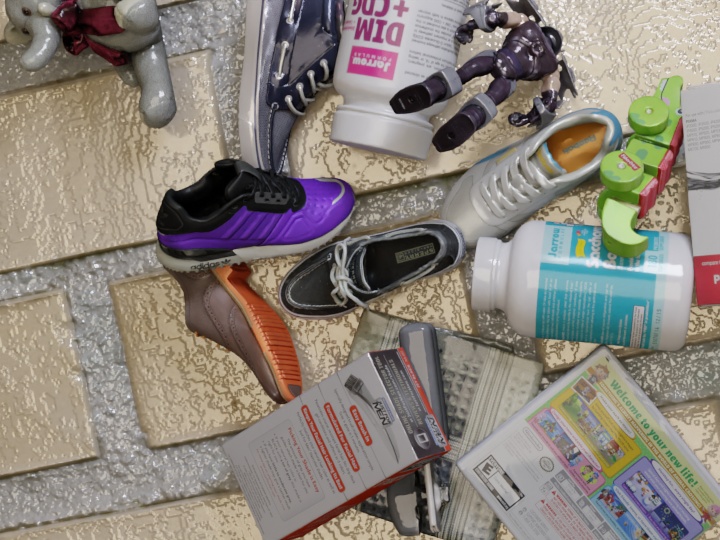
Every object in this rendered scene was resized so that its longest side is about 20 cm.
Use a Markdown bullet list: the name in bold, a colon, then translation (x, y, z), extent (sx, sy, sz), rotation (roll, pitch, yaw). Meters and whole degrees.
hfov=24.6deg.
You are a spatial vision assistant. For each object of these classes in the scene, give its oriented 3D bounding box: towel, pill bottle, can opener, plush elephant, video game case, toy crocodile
- **towel**: translation (0.068, 0.152, 1.603), extent (0.192, 0.035, 0.200), rotation (17, 94, 11)
- **pill bottle**: translation (0.037, -0.211, 1.564), extent (0.113, 0.113, 0.200), rotation (12, 91, 8)
- **can opener**: translation (0.048, 0.151, 1.562), extent (0.067, 0.053, 0.200), rotation (-8, 88, 10)
- **plush elephant**: translation (-0.273, -0.247, 1.592), extent (0.155, 0.165, 0.200), rotation (-11, 59, -5)
- **video game case**: translation (0.222, 0.202, 1.562), extent (0.182, 0.022, 0.200), rotation (-39, 92, 2)
- **pill bottle**: translation (0.206, 0.012, 1.538), extent (0.200, 0.111, 0.111), rotation (5, 90, 8)
- **toy crocodile**: translation (0.262, -0.099, 1.516), extent (0.062, 0.068, 0.200), rotation (18, 55, 17)

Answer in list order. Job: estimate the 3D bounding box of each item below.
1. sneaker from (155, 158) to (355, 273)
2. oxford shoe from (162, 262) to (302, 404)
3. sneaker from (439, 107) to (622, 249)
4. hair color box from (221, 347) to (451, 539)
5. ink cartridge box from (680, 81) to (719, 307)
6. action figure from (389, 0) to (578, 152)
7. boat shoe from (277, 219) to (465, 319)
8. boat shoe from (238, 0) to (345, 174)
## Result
- **sneaker**: translation (-0.097, -0.064, 1.556), extent (0.200, 0.100, 0.070), rotation (-16, 46, -16)
- **oxford shoe**: translation (-0.123, 0.054, 1.607), extent (0.073, 0.071, 0.200), rotation (-35, 70, 12)
- **sneaker**: translation (0.156, -0.091, 1.563), extent (0.200, 0.081, 0.077), rotation (-36, 86, 8)
- **hair color box**: translation (-0.025, 0.167, 1.552), extent (0.200, 0.064, 0.111), rotation (-34, 74, 32)
- **ink cartridge box**: translation (0.374, -0.072, 1.493), extent (0.147, 0.083, 0.200), rotation (-4, 89, -36)
- **action figure**: translation (0.123, -0.181, 1.508), extent (0.200, 0.069, 0.130), rotation (-34, 86, -38)
- **boat shoe**: translation (0.001, 0.003, 1.573), extent (0.199, 0.068, 0.074), rotation (-13, 89, 24)
- **boat shoe**: translation (-0.063, -0.180, 1.597), extent (0.093, 0.075, 0.200), rotation (2, 90, 14)
